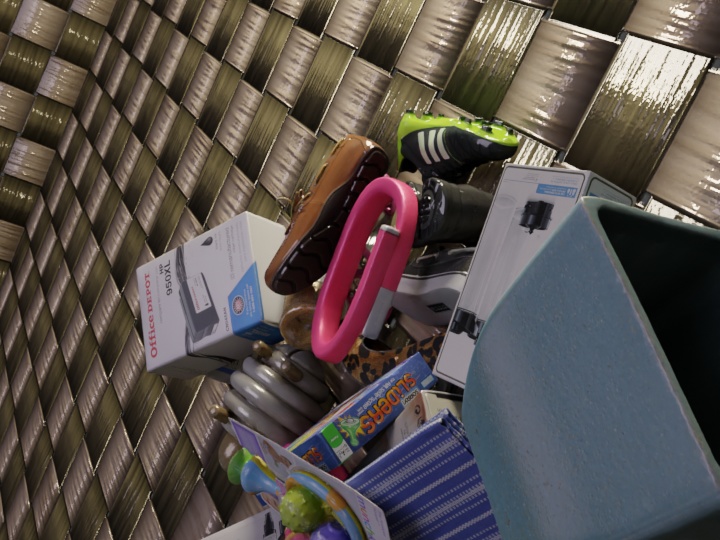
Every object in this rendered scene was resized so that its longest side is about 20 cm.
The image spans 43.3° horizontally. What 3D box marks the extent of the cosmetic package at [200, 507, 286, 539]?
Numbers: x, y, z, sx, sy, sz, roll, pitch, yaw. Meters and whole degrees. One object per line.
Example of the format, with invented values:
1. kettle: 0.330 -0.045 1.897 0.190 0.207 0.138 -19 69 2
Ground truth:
1. cosmetic package: -0.120 0.298 0.892 0.197 0.051 0.084 -28 44 13

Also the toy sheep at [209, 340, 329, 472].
1. toy sheep: -0.101 0.155 1.084 0.201 0.138 0.137 -52 32 -6

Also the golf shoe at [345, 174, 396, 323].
1. golf shoe: 0.007 -0.018 1.082 0.092 0.073 0.205 124 150 -63

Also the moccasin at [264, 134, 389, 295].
1. moccasin: -0.048 -0.065 1.027 0.077 0.073 0.204 27 88 40

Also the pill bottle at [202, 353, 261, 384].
1. pill bottle: -0.169 0.046 1.256 0.113 0.112 0.204 20 89 57

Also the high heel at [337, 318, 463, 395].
1. high heel: 0.053 0.071 0.946 0.200 0.070 0.144 46 116 40

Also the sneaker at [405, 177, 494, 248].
1. sneaker: 0.092 -0.054 0.958 0.200 0.088 0.078 -152 67 -78

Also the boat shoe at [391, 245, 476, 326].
1. boat shoe: 0.085 0.013 0.936 0.064 0.070 0.199 -58 21 -17

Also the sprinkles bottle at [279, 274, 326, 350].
1. sprinkles bottle: -0.056 0.005 1.105 0.068 0.067 0.202 -47 23 32

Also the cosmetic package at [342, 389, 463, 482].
1. cosmetic package: 0.054 0.206 0.825 0.201 0.101 0.088 -54 37 35

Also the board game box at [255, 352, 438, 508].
1. board game box: -0.023 0.157 0.875 0.035 0.134 0.200 52 146 4

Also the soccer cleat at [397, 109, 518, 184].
1. soccer cleat: 0.104 -0.128 0.995 0.199 0.066 0.083 24 111 59

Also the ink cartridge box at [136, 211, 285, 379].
1. ink cartridge box: -0.183 0.037 1.147 0.197 0.084 0.148 -24 66 28

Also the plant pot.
1. plant pot: 0.181 0.103 0.615 0.200 0.193 0.199 -47 48 38

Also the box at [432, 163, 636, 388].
1. box: 0.146 0.017 0.778 0.116 0.059 0.204 19 89 59

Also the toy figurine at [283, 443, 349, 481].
1. toy figurine: -0.073 0.279 0.975 0.187 0.148 0.199 -63 23 -5

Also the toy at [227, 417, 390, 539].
1. toy: -0.051 0.215 0.788 0.047 0.117 0.198 -36 39 -28

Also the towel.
1. towel: 0.093 0.209 0.726 0.145 0.200 0.024 -42 7 38

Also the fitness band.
1. fitness band: 0.000 0.000 0.949 0.204 0.037 0.143 -68 20 4
